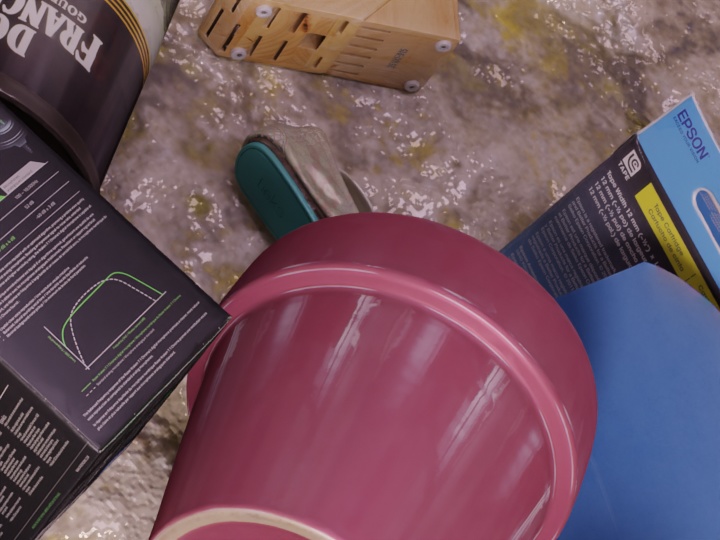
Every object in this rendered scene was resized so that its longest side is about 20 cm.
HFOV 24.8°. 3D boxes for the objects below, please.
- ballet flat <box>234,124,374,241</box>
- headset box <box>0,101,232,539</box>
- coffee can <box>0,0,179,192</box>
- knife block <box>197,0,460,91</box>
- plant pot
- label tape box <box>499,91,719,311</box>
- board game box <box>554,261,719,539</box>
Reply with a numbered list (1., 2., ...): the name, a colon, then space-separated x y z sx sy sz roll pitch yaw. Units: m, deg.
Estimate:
1. ballet flat: 0.000 0.000 0.915 0.062 0.067 0.200 -16 73 -42
2. headset box: -0.184 0.015 0.747 0.200 0.174 0.093 42 55 1
3. coffee can: -0.175 -0.132 0.845 0.146 0.146 0.200 25 56 -13
4. knife block: 0.001 -0.206 1.022 0.200 0.064 0.176 7 61 -23
5. plant pot: -0.005 0.101 0.749 0.200 0.200 0.179 37 37 -4
6. label tape box: 0.170 0.009 0.909 0.066 0.200 0.143 -15 72 -38
7. board game box: 0.128 0.091 0.871 0.039 0.200 0.158 -6 74 -59
